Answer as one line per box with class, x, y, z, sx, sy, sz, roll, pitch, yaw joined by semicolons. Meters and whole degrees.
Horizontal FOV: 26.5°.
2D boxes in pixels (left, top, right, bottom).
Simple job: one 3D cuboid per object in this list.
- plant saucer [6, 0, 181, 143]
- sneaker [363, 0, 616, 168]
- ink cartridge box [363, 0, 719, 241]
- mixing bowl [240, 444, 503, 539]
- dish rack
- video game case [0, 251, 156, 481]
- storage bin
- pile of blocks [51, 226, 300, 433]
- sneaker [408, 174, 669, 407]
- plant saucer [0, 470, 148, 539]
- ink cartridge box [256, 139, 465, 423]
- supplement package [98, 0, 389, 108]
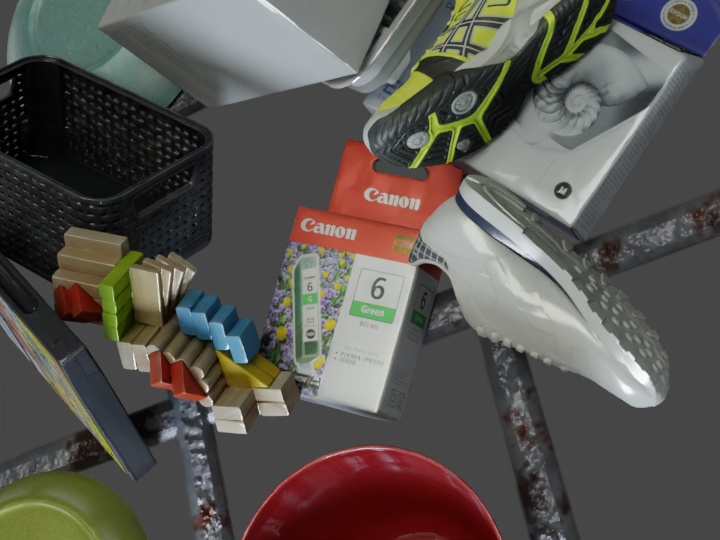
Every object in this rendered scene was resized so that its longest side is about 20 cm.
plant saucer;-0.221;-0.207;1.270;0.200;0.039;0.202;-6;73;21
sneaker;0.081;-0.147;1.056;0.200;0.076;0.076;-37;55;-5
ink cartridge box;0.133;-0.153;1.094;0.199;0.041;0.201;32;87;27
mixing bowl;0.022;0.223;1.008;0.199;0.108;0.202;-6;73;21
dish rack;0.026;-0.221;1.134;0.201;0.043;0.172;-56;31;1
video game case;-0.233;0.050;1.119;0.025;0.200;0.181;-39;62;-15
storage bin;-0.221;-0.074;1.166;0.199;0.135;0.094;27;130;27
pile of blocks;-0.133;0.045;1.052;0.199;0.062;0.082;31;129;2
sneaker;0.123;0.027;1.034;0.200;0.076;0.081;45;109;13
plant saucer;-0.248;0.251;1.161;0.199;0.031;0.201;-7;73;22
ink cartridge box;0.000;0.000;1.110;0.108;0.050;0.201;12;81;26
supplement package;-0.079;-0.206;1.109;0.199;0.117;0.117;-3;58;54
